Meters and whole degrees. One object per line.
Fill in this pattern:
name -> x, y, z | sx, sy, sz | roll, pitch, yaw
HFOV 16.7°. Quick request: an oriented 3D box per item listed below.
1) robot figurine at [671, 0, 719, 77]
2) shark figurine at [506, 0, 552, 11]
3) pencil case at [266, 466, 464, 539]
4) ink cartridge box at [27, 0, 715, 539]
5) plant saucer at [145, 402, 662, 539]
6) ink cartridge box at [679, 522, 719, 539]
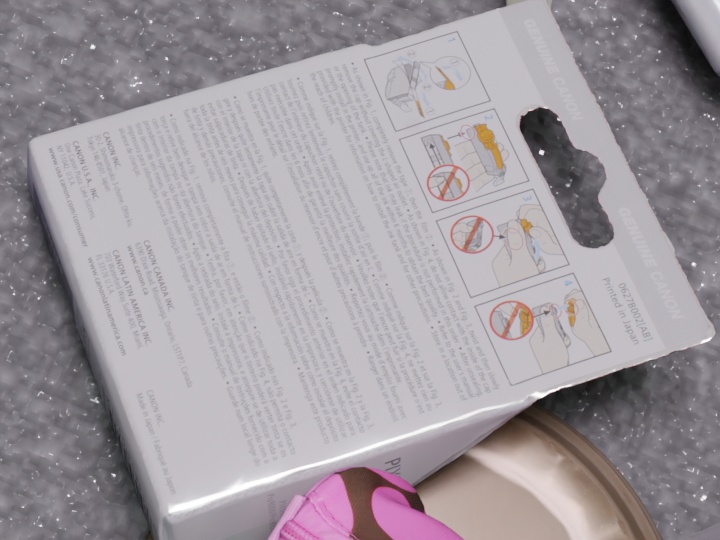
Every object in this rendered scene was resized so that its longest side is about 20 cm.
robot figurine -> 0.191, -0.135, 0.903 | 0.169, 0.113, 0.201 | -27, 76, -4
shark figurine -> 0.039, -0.174, 0.935 | 0.214, 0.129, 0.089 | 28, 44, 22
pencil case -> 0.041, 0.138, 0.736 | 0.200, 0.094, 0.091 | 37, 93, 42
ink cartridge box -> 0.000, 0.000, 0.858 | 0.199, 0.050, 0.162 | -16, 60, -13
plant saucer -> 0.018, 0.128, 0.844 | 0.199, 0.029, 0.201 | 2, 73, -5
ink cartridge box -> 0.191, 0.180, 0.801 | 0.199, 0.084, 0.147 | 20, 72, -9
